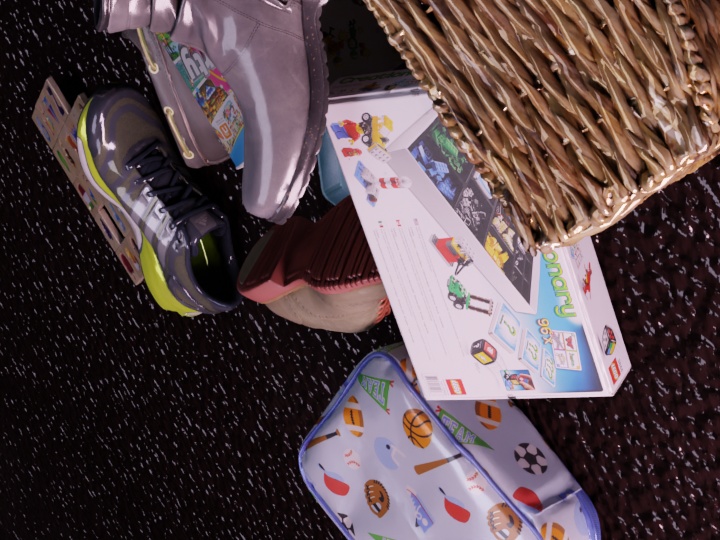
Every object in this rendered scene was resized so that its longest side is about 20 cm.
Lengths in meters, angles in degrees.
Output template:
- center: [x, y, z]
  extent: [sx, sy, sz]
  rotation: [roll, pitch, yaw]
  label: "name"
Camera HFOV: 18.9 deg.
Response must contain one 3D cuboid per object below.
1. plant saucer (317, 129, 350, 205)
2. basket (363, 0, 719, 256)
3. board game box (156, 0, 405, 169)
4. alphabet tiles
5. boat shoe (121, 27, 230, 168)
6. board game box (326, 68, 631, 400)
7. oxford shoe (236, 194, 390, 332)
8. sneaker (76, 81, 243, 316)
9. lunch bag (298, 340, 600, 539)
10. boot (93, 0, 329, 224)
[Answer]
- center: [0.040, -0.026, 1.326]
  extent: [0.200, 0.019, 0.070]
  rotation: [38, 149, 36]
  label: "plant saucer"
- center: [0.107, -0.134, 1.022]
  extent: [0.142, 0.149, 0.201]
  rotation: [-36, 85, 33]
  label: "basket"
- center: [-0.073, -0.178, 1.288]
  extent: [0.201, 0.064, 0.147]
  rotation: [59, 149, -2]
  label: "board game box"
- center: [-0.207, -0.076, 1.718]
  extent: [0.168, 0.008, 0.200]
  rotation: [58, 163, 1]
  label: "alphabet tiles"
- center: [-0.128, -0.161, 1.403]
  extent: [0.202, 0.060, 0.072]
  rotation: [64, -165, -14]
  label: "boat shoe"
- center: [0.064, -0.019, 1.208]
  extent: [0.126, 0.035, 0.201]
  rotation: [-3, 119, 33]
  label: "board game box"
- center: [0.000, 0.000, 1.360]
  extent: [0.075, 0.071, 0.200]
  rotation: [36, 161, -23]
  label: "oxford shoe"
- center: [-0.138, -0.051, 1.585]
  extent: [0.081, 0.074, 0.201]
  rotation: [9, 134, 51]
  label: "sneaker"
- center: [0.051, 0.145, 1.390]
  extent: [0.200, 0.075, 0.161]
  rotation: [52, 134, 20]
  label: "lunch bag"
- center: [-0.084, -0.128, 1.165]
  extent: [0.070, 0.131, 0.202]
  rotation: [-146, 61, -68]
  label: "boot"
